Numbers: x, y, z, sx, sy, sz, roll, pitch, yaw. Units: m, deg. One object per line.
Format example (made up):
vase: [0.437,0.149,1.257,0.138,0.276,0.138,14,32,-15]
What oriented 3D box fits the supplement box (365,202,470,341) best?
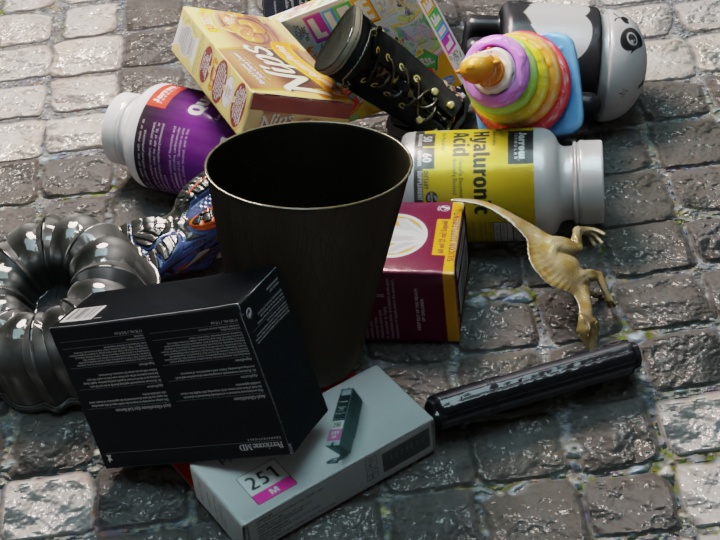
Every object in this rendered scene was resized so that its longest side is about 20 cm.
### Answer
supplement box: [0.000,0.000,1.659,0.198,0.086,0.111,0,39,10]

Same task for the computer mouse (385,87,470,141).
computer mouse: [0.081,-0.178,1.907,0.109,0.044,0.200,14,37,18]

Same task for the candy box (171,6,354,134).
candy box: [-0.102,-0.196,1.760,0.114,0.056,0.200,2,31,-31]

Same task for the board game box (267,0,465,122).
board game box: [0.002,-0.234,1.852,0.199,0.135,0.034,-15,27,36]

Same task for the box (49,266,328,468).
box: [-0.146,0.085,1.482,0.198,0.143,0.079,-7,20,30]

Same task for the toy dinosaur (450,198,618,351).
toy dinosaur: [0.182,-0.016,1.630,0.101,0.058,0.201,-13,59,-51]

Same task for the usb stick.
usb stick: [0.151,0.101,1.542,0.198,0.055,0.033,-15,83,-10]

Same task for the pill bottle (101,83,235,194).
pill bottle: [-0.169,-0.132,1.827,0.198,0.113,0.113,14,43,24]

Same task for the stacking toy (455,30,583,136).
stacking toy: [0.137,-0.189,1.702,0.115,0.111,0.200,-9,-5,22]

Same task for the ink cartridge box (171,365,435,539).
ink cartridge box: [-0.062,0.141,1.529,0.199,0.044,0.173,-27,44,-23]

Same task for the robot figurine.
robot figurine: [0.207,-0.225,1.864,0.197,0.125,0.152,4,81,-1]

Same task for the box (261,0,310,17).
box: [-0.016,-0.327,2.005,0.197,0.150,0.104,-5,21,0]

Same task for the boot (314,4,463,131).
boot: [0.034,-0.191,1.733,0.153,0.074,0.204,34,6,-6]

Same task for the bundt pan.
bundt pan: [-0.289,0.029,1.632,0.200,0.076,0.204,-9,53,13]

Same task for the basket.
basket: [-0.048,-0.009,1.519,0.178,0.202,0.136,-8,37,-15]

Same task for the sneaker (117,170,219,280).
sneaker: [-0.183,-0.020,1.729,0.199,0.079,0.076,-32,55,-4]

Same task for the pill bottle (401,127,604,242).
pill bottle: [0.140,-0.085,1.723,0.197,0.112,0.112,-2,38,6]
